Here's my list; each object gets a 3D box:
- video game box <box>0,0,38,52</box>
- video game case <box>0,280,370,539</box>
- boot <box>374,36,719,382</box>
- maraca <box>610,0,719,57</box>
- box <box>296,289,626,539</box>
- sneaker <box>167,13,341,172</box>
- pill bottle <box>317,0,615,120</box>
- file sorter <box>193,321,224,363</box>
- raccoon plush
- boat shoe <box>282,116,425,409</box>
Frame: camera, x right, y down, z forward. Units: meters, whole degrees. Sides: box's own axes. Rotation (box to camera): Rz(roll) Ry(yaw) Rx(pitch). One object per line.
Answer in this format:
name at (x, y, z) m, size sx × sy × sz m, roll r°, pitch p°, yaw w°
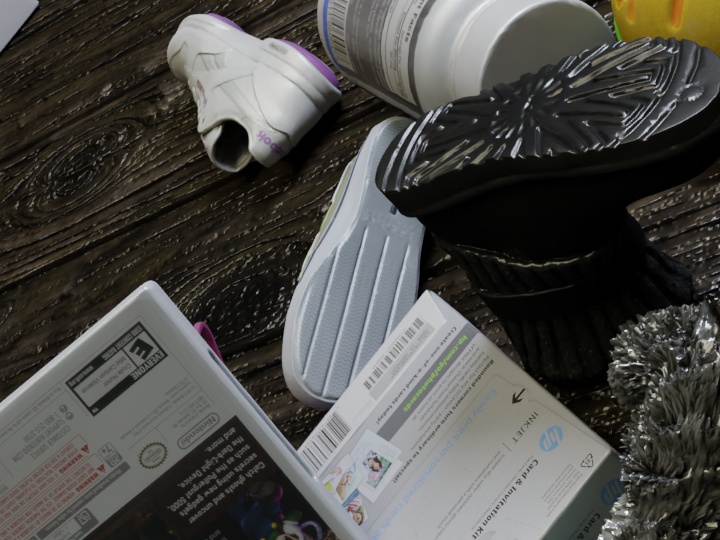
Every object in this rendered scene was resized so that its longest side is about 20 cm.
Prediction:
video game box at (-0.421, -0.226, 1.793) m, size 0.200 × 0.047 × 0.182 m, roll -51°, pitch 37°, yaw 2°
video game case at (-0.125, 0.136, 0.929) m, size 0.200 × 0.182 × 0.023 m, roll -39°, pitch 5°, yaw 9°
boot at (0.124, -0.024, 0.874) m, size 0.210 × 0.158 × 0.080 m, roll -9°, pitch 41°, yaw 48°
maraca at (0.193, -0.179, 0.976) m, size 0.137 × 0.107 × 0.201 m, roll -31°, pitch 39°, yaw 24°
box at (0.043, 0.116, 0.944) m, size 0.156 × 0.041 × 0.200 m, roll -52°, pitch 33°, yaw 2°
sneaker at (-0.099, -0.128, 1.300) m, size 0.100 × 0.075 × 0.200 m, roll -55°, pitch 34°, yaw -7°
pill bottle at (0.063, -0.140, 1.087) m, size 0.114 × 0.114 × 0.200 m, roll -52°, pitch 34°, yaw 0°
file sorter at (-0.160, 0.129, 1.019) m, size 0.199 × 0.140 × 0.126 m, roll -17°, pitch 23°, yaw 7°
raccoon plush at (0.142, 0.078, 0.754) m, size 0.096 × 0.200 × 0.135 m, roll 7°, pitch 60°, yaw 14°
boat shoe at (0.000, 0.000, 1.091) m, size 0.062 × 0.072 × 0.201 m, roll -43°, pitch 22°, yaw 59°
